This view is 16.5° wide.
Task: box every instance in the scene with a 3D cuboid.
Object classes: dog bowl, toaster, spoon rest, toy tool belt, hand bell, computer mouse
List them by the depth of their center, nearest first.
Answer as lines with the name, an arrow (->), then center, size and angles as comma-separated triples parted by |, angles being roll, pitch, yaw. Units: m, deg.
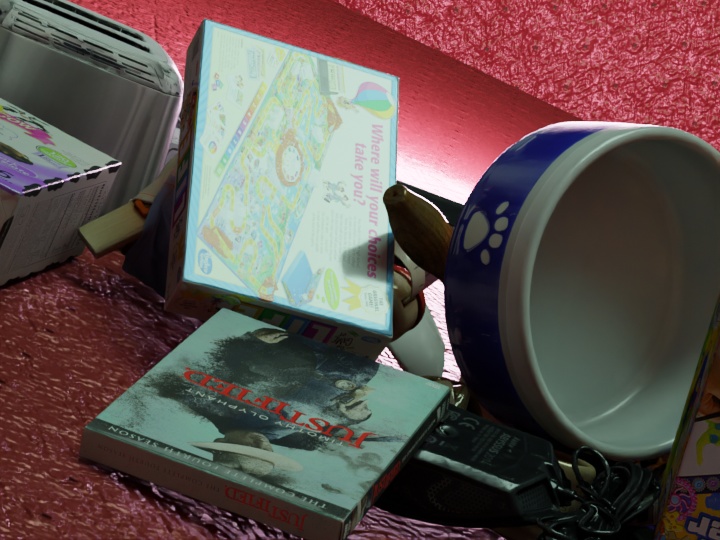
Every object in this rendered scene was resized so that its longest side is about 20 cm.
computer mouse -> 0.056, 0.120, 1.386 | 0.199, 0.053, 0.138 | 22, 24, 19
dog bowl -> 0.149, 0.011, 1.502 | 0.199, 0.201, 0.079 | 16, -4, -37
hand bell -> 0.065, 0.012, 1.527 | 0.104, 0.104, 0.200 | 37, -9, 45
toy tool belt -> -0.070, 0.004, 1.559 | 0.199, 0.125, 0.123 | 31, 39, 18
spoon rest -> 0.000, 0.000, 1.638 | 0.099, 0.060, 0.201 | -107, 172, -72
toaster -> -0.214, -0.113, 1.678 | 0.199, 0.130, 0.114 | 21, 12, -18

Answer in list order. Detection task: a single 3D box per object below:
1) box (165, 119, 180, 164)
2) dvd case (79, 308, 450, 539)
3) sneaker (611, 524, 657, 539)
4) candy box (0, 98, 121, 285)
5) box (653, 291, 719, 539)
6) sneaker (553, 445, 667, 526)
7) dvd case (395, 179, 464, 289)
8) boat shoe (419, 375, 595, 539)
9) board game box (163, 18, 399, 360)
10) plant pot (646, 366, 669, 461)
box -> -0.103, -0.068, 1.881 | 0.199, 0.060, 0.117 | 15, 16, -40
dvd case -> -0.045, 0.080, 1.322 | 0.145, 0.022, 0.200 | 19, 23, 13
sneaker -> 0.183, 0.192, 1.340 | 0.099, 0.070, 0.200 | 14, 8, -35
candy box -> -0.258, -0.064, 1.515 | 0.167, 0.072, 0.200 | 27, 12, 7
box -> 0.248, 0.067, 1.381 | 0.121, 0.194, 0.200 | 18, 9, 6
sneaker -> 0.197, 0.146, 1.535 | 0.199, 0.078, 0.078 | 26, 14, 12
dvd case -> -0.030, -0.031, 1.720 | 0.199, 0.150, 0.025 | 19, 58, -25
boat shoe -> 0.048, 0.094, 1.478 | 0.199, 0.065, 0.071 | 29, 12, 15
board game box -> -0.045, -0.049, 1.502 | 0.134, 0.034, 0.201 | 16, 52, -17
plant pot -> 0.163, 0.052, 1.691 | 0.185, 0.187, 0.200 | 23, 26, -11
